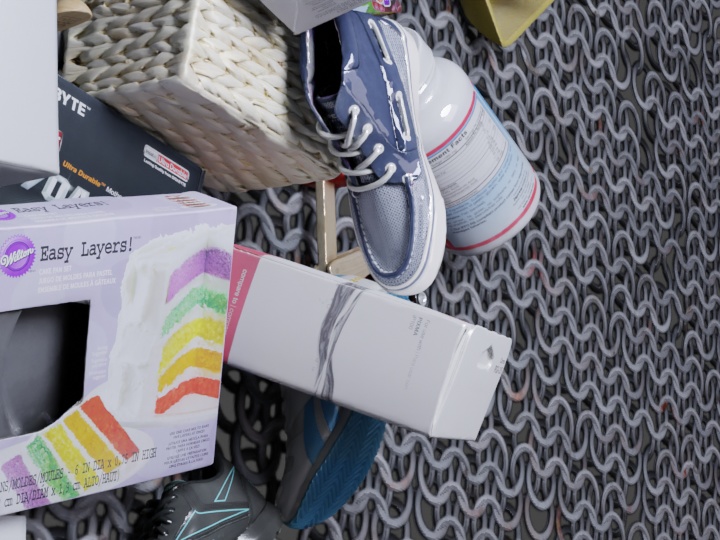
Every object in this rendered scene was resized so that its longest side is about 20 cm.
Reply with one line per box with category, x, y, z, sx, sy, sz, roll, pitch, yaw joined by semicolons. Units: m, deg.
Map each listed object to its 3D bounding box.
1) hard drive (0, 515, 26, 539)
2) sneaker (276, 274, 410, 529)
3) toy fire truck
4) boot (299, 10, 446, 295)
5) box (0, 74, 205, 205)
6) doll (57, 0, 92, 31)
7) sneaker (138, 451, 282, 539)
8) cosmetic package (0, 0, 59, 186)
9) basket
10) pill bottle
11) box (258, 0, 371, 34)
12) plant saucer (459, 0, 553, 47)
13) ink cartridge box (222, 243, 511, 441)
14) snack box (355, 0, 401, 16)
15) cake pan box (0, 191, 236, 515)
hard drive;-0.253;0.245;0.961;0.132;0.026;0.201;12;74;-53
sneaker;-0.027;0.102;1.272;0.076;0.081;0.201;23;86;-61
toy fire truck;0.000;0.000;1.348;0.141;0.049;0.201;29;61;-48
boot;0.001;-0.083;1.124;0.090;0.073;0.201;9;69;-54
box;-0.195;-0.034;1.078;0.200;0.046;0.160;34;59;-47
doll;-0.225;-0.259;1.076;0.136;0.048;0.201;-6;82;-47
sneaker;-0.131;0.195;1.121;0.079;0.075;0.200;60;32;-8
cosmetic package;-0.268;-0.139;0.861;0.123;0.199;0.201;10;76;-53
basket;-0.100;-0.145;1.159;0.200;0.135;0.124;27;64;-50
pill bottle;0.066;-0.112;1.410;0.200;0.108;0.109;49;47;-37
box;-0.011;-0.270;1.106;0.060;0.116;0.201;39;42;-42
plant saucer;0.127;-0.340;1.593;0.200;0.048;0.201;-47;122;-48
ink cartridge box;-0.010;0.050;1.154;0.146;0.199;0.083;22;87;-72
snack box;-0.038;-0.306;1.348;0.142;0.053;0.201;-15;96;-53
cake pan box;-0.172;0.048;1.024;0.200;0.052;0.185;-6;107;-45
